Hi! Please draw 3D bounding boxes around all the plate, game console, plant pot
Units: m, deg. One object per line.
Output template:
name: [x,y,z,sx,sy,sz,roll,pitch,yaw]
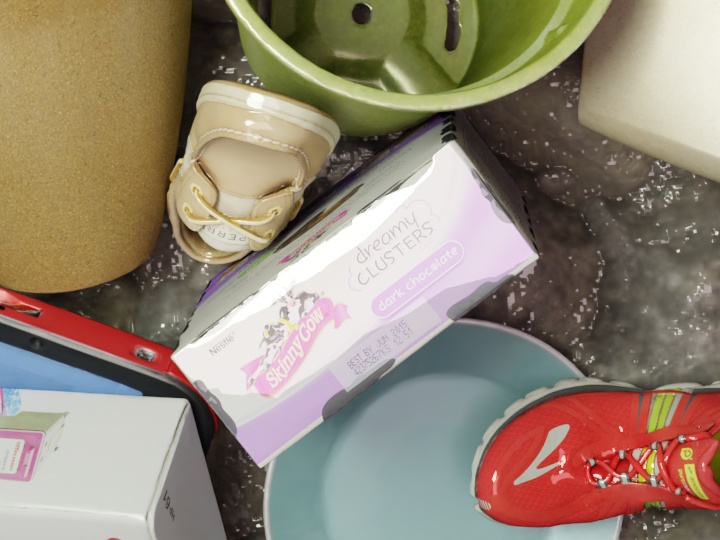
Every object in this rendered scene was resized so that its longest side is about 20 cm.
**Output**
plate: [0.045,0.122,1.206,0.199,0.026,0.201,-2,100,-9]
game console: [-0.181,0.084,1.175,0.199,0.031,0.177,20,130,-1]
plant pot: [-0.163,-0.098,1.125,0.185,0.187,0.201,-5,117,3]
plant pot: [0.206,-0.132,1.094,0.176,0.200,0.201,7,100,12]
plant pot: [0.012,-0.151,1.076,0.199,0.184,0.201,2,79,-8]

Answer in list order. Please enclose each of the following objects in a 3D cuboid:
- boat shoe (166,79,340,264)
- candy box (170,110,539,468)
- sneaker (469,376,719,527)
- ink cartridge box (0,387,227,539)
boat shoe: [-0.058,-0.042,1.101,0.073,0.200,0.069,18,79,-4]
candy box: [0.000,0.000,1.110,0.168,0.200,0.072,-37,97,8]
sneaker: [0.156,0.095,1.163,0.199,0.085,0.077,-10,100,-10]
ink cartridge box: [-0.175,0.138,1.149,0.199,0.085,0.145,4,134,15]
